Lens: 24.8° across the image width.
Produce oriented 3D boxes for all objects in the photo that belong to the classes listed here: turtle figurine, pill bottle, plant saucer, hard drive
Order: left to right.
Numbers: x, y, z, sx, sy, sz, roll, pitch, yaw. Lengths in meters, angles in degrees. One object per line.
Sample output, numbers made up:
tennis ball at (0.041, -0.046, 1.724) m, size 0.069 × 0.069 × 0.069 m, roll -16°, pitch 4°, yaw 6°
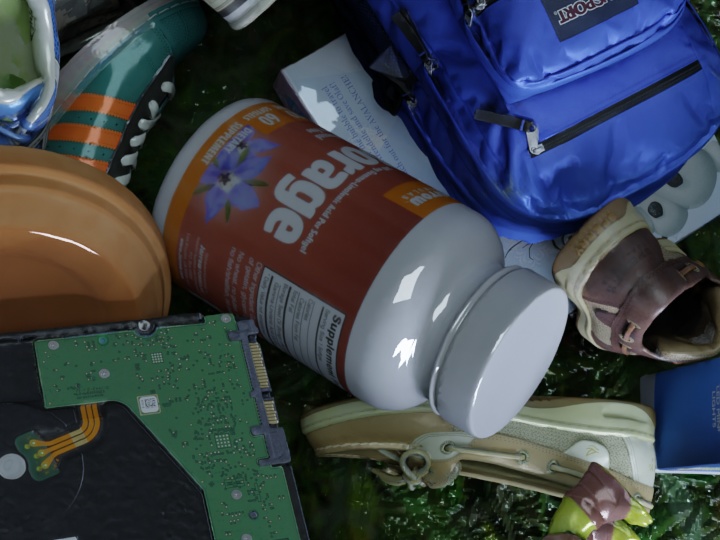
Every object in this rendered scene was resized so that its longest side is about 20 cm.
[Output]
plant saucer at (-0.188, 0.027, 0.802) m, size 0.200 × 0.200 × 0.037 m, roll -15°, pitch 46°, yaw -12°
hard drive at (-0.133, 0.094, 0.763) m, size 0.200 × 0.038 × 0.140 m, roll -7°, pitch 62°, yaw -20°
pill bottle at (0.000, 0.000, 0.836) m, size 0.200 × 0.112 × 0.112 m, roll 30°, pitch 76°, yaw 25°
turtle figurine at (0.076, 0.177, 0.837) m, size 0.064 × 0.200 × 0.161 m, roll 36°, pitch 70°, yaw 29°

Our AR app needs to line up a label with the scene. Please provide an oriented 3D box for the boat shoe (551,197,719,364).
boat shoe at (0.159, 0.022, 0.857) m, size 0.072 × 0.200 × 0.072 m, roll -47°, pitch 66°, yaw 1°

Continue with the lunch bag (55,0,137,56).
lunch bag at (-0.240, -0.173, 0.856) m, size 0.200 × 0.118 × 0.164 m, roll -27°, pitch 85°, yaw -8°

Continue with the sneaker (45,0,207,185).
sneaker at (-0.145, -0.063, 0.882) m, size 0.080 × 0.071 × 0.200 m, roll 45°, pitch 85°, yaw -2°

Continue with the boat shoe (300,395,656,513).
boat shoe at (0.066, 0.101, 0.893) m, size 0.200 × 0.073 × 0.063 m, roll 5°, pitch 77°, yaw -17°

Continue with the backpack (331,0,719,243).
backpack at (0.087, -0.117, 0.837) m, size 0.162 × 0.168 × 0.200 m, roll -27°, pitch 89°, yaw -5°

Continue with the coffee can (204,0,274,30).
coffee can at (-0.089, -0.234, 0.780) m, size 0.200 × 0.146 × 0.146 m, roll 40°, pitch 77°, yaw -14°

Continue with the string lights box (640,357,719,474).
string lights box at (0.228, 0.075, 0.858) m, size 0.103 × 0.200 × 0.059 m, roll 2°, pitch 81°, yaw -9°

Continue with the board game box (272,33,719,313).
board game box at (0.086, -0.074, 0.935) m, size 0.199 × 0.043 × 0.200 m, roll -31°, pitch 88°, yaw -14°

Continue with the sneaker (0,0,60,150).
sneaker at (-0.187, -0.071, 0.782) m, size 0.076 × 0.077 × 0.200 m, roll 0°, pitch 114°, yaw -23°
